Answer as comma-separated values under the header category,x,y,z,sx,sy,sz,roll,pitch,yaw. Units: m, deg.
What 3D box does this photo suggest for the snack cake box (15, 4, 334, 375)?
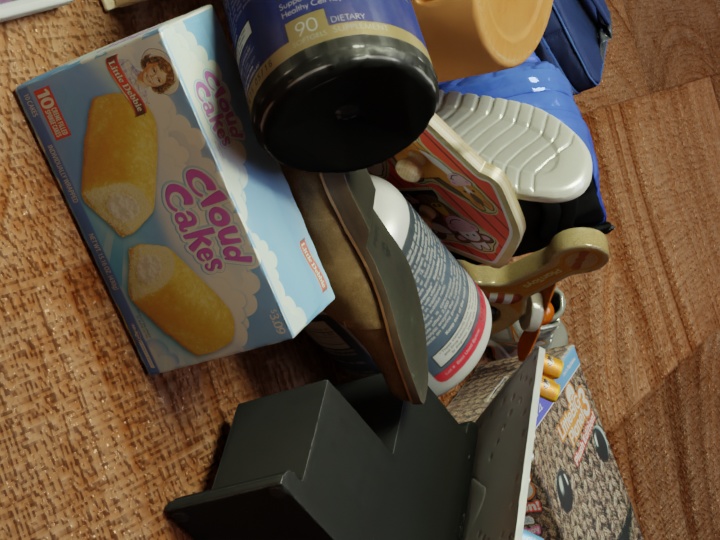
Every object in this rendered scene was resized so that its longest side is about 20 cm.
category,x,y,z,sx,sy,sz,roll,pitch,yaw
snack cake box,-0.111,-0.046,0.889,0.067,0.115,0.200,-44,114,-57

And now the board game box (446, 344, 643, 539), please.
category,x,y,z,sx,sy,sz,roll,pitch,yaw
board game box,0.152,0.191,1.246,0.159,0.097,0.200,-41,113,-58

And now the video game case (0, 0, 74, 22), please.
category,x,y,z,sx,sy,sz,roll,pitch,yaw
video game case,-0.256,-0.223,0.819,0.200,0.023,0.182,-37,109,-60

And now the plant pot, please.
category,x,y,z,sx,sy,sz,roll,pitch,yaw
plant pot,0.051,-0.216,1.034,0.200,0.140,0.200,-25,119,-55

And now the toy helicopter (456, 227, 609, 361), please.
category,x,y,z,sx,sy,sz,roll,pitch,yaw
toy helicopter,0.129,0.017,1.184,0.132,0.200,0.079,24,54,-33

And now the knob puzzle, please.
category,x,y,z,sx,sy,sz,roll,pitch,yaw
knob puzzle,0.039,-0.058,1.080,0.220,0.220,0.030,48,66,-39

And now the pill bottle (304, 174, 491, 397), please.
category,x,y,z,sx,sy,sz,roll,pitch,yaw
pill bottle,0.000,0.000,1.053,0.200,0.120,0.120,48,39,-39

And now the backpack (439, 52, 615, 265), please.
category,x,y,z,sx,sy,sz,roll,pitch,yaw
backpack,0.110,-0.100,1.215,0.200,0.162,0.168,43,29,-73

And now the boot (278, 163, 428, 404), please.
category,x,y,z,sx,sy,sz,roll,pitch,yaw
boot,-0.010,0.007,0.954,0.074,0.075,0.200,-78,147,-61

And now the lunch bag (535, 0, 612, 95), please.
category,x,y,z,sx,sy,sz,roll,pitch,yaw
lunch bag,0.177,-0.260,1.467,0.200,0.132,0.136,52,36,-33

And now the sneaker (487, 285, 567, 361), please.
category,x,y,z,sx,sy,sz,roll,pitch,yaw
sneaker,0.158,0.047,1.331,0.200,0.092,0.076,21,59,-55

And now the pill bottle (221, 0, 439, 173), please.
category,x,y,z,sx,sy,sz,roll,pitch,yaw
pill bottle,-0.029,-0.167,0.881,0.112,0.112,0.200,31,36,-51

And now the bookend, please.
category,x,y,z,sx,sy,sz,roll,pitch,yaw
bookend,-0.015,0.135,0.991,0.200,0.092,0.199,51,35,-33

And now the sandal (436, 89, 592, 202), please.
category,x,y,z,sx,sy,sz,roll,pitch,yaw
sandal,0.084,-0.092,1.090,0.082,0.203,0.050,-54,150,-26

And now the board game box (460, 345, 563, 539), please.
category,x,y,z,sx,sy,sz,roll,pitch,yaw
board game box,0.085,0.185,1.049,0.026,0.200,0.200,23,44,-9

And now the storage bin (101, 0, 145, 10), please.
category,x,y,z,sx,sy,sz,roll,pitch,yaw
storage bin,-0.123,-0.299,1.009,0.200,0.094,0.199,-36,109,-58
